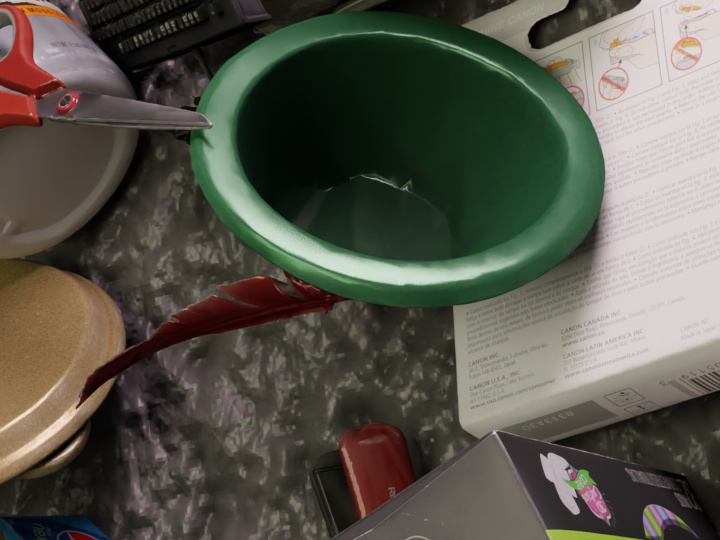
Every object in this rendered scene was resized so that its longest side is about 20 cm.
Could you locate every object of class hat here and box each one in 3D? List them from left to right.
[{"bbox_3d":[0.000,0.000,1.015,0.200,0.166,0.176,28,141,19],"label":"hat"}]

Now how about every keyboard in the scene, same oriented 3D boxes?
[{"bbox_3d":[-0.088,-0.113,1.072,0.127,0.021,0.200,60,161,-10],"label":"keyboard"}]

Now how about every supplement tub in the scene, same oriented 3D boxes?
[{"bbox_3d":[-0.213,-0.107,1.164,0.200,0.122,0.123,43,110,31],"label":"supplement tub"}]

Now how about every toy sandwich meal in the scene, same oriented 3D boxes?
[{"bbox_3d":[-0.207,0.071,1.139,0.205,0.205,0.070,13,135,36],"label":"toy sandwich meal"}]

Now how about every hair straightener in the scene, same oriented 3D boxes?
[{"bbox_3d":[0.020,0.173,1.034,0.077,0.041,0.200,-40,67,55],"label":"hair straightener"}]

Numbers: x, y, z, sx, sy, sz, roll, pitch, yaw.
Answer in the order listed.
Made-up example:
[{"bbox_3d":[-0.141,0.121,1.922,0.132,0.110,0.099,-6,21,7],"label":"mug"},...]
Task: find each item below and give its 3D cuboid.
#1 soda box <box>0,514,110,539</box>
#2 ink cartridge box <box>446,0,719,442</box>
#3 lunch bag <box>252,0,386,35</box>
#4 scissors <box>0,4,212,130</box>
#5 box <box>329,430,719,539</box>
[{"bbox_3d":[-0.181,0.223,1.149,0.068,0.064,0.200,37,107,32],"label":"soda box"},{"bbox_3d":[0.113,-0.037,0.983,0.161,0.050,0.200,-21,56,33],"label":"ink cartridge box"},{"bbox_3d":[0.008,-0.203,1.006,0.200,0.139,0.168,-15,94,37],"label":"lunch bag"},{"bbox_3d":[-0.138,-0.068,1.006,0.073,0.014,0.200,-50,43,-9],"label":"scissors"},{"bbox_3d":[0.076,0.161,0.876,0.124,0.200,0.149,-35,67,18],"label":"box"}]
